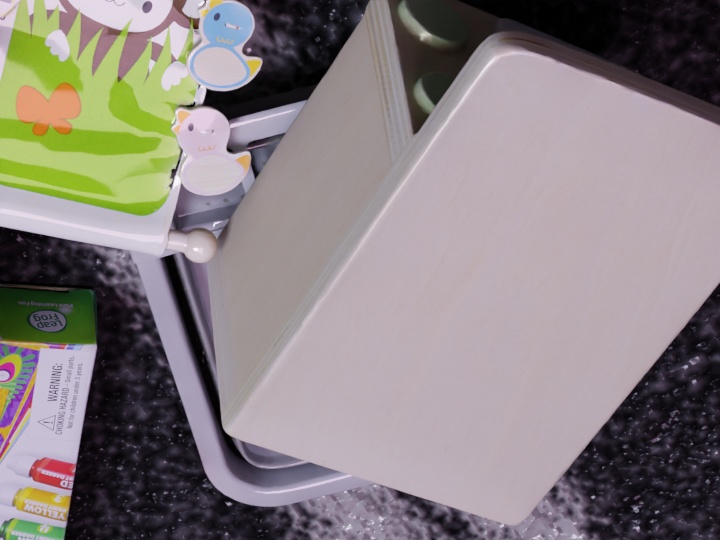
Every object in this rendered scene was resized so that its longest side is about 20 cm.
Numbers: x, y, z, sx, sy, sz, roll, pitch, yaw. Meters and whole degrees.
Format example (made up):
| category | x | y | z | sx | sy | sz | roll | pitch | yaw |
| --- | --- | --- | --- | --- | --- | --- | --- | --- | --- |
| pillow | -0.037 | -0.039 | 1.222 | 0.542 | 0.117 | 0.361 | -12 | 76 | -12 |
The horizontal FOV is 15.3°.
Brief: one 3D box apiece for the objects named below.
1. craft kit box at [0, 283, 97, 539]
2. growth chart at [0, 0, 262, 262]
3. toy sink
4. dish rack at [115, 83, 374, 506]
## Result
| category | x | y | z | sx | sy | sz | roll | pitch | yaw |
| --- | --- | --- | --- | --- | --- | --- | --- | --- | --- |
| craft kit box | -0.220 | 0.089 | 1.127 | 0.197 | 0.049 | 0.200 | 5 | 126 | -10 |
| growth chart | -0.107 | -0.098 | 0.988 | 0.144 | 0.018 | 0.201 | 3 | 114 | -3 |
| toy sink | 0.047 | -0.024 | 0.988 | 0.130 | 0.112 | 0.200 | 18 | 127 | -23 |
| dish rack | 0.000 | 0.000 | 1.095 | 0.171 | 0.044 | 0.200 | -14 | 128 | 0 |
